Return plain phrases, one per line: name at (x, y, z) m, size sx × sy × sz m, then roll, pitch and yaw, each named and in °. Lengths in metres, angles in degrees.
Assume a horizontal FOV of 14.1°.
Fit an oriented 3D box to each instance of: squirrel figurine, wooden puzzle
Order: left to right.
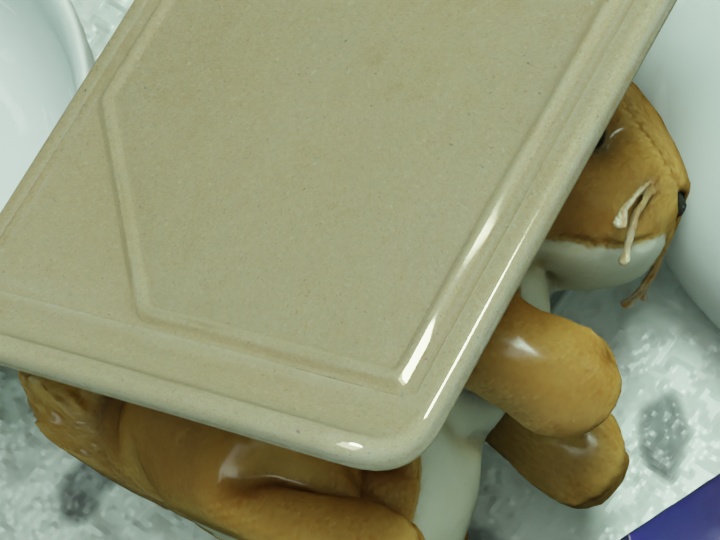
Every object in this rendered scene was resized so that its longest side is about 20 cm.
wooden puzzle at (-0.012, -0.034, 0.845) m, size 0.185 × 0.037 × 0.200 m, roll 13°, pitch 59°, yaw 38°
squirrel figurine at (0.000, 0.000, 0.899) m, size 0.200 × 0.142 × 0.187 m, roll 25°, pitch 81°, yaw 26°

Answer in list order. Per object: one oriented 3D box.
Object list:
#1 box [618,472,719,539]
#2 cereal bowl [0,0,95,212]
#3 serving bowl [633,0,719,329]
box at (0.141, 0.162, 0.846) m, size 0.141 × 0.079 × 0.200 m, roll -34°, pitch 66°, yaw -2°
cereal bowl at (-0.178, -0.030, 0.979) m, size 0.200 × 0.083 × 0.200 m, roll -4°, pitch 66°, yaw 9°
serving bowl at (0.173, -0.054, 0.896) m, size 0.200 × 0.066 × 0.200 m, roll 0°, pitch 89°, yaw 19°
